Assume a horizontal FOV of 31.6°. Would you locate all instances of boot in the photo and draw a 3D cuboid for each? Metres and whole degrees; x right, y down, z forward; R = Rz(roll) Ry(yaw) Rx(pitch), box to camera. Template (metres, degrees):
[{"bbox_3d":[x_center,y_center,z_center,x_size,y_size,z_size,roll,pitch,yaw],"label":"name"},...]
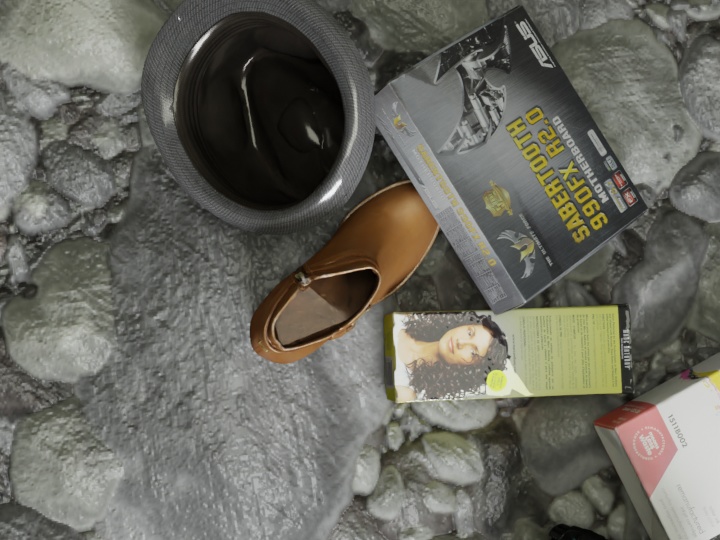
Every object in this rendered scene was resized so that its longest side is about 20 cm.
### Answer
[{"bbox_3d":[0.000,0.000,0.967,0.200,0.155,0.074,-45,93,-8],"label":"boot"}]

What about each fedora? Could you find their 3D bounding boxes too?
[{"bbox_3d":[-0.064,-0.123,0.985,0.200,0.090,0.177,43,106,17],"label":"fedora"}]

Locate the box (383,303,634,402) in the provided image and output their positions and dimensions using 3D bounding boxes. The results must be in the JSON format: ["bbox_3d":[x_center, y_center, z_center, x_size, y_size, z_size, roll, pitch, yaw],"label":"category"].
[{"bbox_3d":[0.120,0.067,1.034,0.198,0.050,0.076,-3,87,-9],"label":"box"}]

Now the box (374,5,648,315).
[{"bbox_3d":[0.119,-0.090,1.018,0.158,0.048,0.201,-32,91,-30],"label":"box"}]

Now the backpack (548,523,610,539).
[{"bbox_3d":[0.189,0.317,0.966,0.152,0.176,0.202,20,88,-2],"label":"backpack"}]

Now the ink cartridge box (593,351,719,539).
[{"bbox_3d":[0.309,0.131,1.045,0.199,0.067,0.117,-28,90,-7],"label":"ink cartridge box"}]
